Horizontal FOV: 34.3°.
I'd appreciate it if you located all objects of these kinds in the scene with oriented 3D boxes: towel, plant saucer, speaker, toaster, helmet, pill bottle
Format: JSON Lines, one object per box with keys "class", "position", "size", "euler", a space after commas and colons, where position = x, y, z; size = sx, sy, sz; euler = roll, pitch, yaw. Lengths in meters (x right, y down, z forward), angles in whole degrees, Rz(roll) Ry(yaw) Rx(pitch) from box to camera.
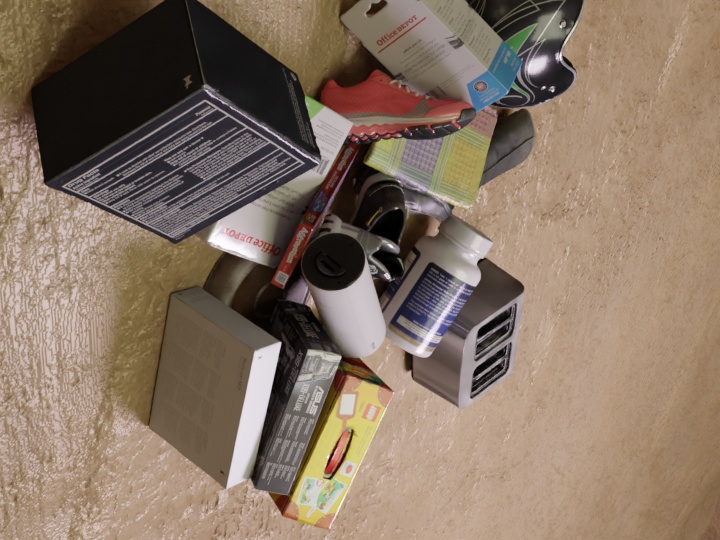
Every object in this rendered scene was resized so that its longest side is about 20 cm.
{"class": "towel", "position": [0.098, -0.172, 1.537], "size": [0.199, 0.023, 0.144], "euler": [19, 87, -38]}
{"class": "plant saucer", "position": [-0.126, 0.032, 1.529], "size": [0.200, 0.032, 0.201], "euler": [-33, 140, -33]}
{"class": "speaker", "position": [-0.019, 0.034, 1.461], "size": [0.081, 0.081, 0.200], "euler": [-48, 155, -16]}
{"class": "toaster", "position": [0.169, 0.103, 1.891], "size": [0.200, 0.118, 0.182], "euler": [-30, 137, -36]}
{"class": "helmet", "position": [0.196, -0.323, 1.518], "size": [0.200, 0.200, 0.191], "euler": [-49, 149, -14]}
{"class": "pill bottle", "position": [0.109, 0.019, 1.735], "size": [0.200, 0.111, 0.111], "euler": [-57, 147, 9]}

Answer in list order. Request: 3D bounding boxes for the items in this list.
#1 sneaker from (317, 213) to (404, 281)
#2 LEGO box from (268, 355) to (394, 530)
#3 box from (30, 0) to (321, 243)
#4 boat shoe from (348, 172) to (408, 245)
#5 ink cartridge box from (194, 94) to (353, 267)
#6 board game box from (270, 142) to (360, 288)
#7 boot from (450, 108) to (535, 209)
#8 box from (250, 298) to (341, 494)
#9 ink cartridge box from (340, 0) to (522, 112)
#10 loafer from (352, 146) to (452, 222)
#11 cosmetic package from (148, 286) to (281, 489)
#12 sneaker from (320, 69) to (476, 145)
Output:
{"class": "sneaker", "position": [0.000, 0.000, 1.541], "size": [0.200, 0.115, 0.075], "euler": [91, 16, -70]}
{"class": "LEGO box", "position": [-0.054, 0.211, 1.534], "size": [0.077, 0.149, 0.201], "euler": [22, 97, -26]}
{"class": "box", "position": [-0.180, -0.144, 1.155], "size": [0.199, 0.124, 0.198], "euler": [-27, 153, 21]}
{"class": "boat shoe", "position": [0.020, -0.046, 1.583], "size": [0.071, 0.061, 0.202], "euler": [-6, 144, -15]}
{"class": "ink cartridge box", "position": [-0.117, -0.120, 1.369], "size": [0.145, 0.084, 0.201], "euler": [21, 98, -56]}
{"class": "board game box", "position": [-0.053, -0.072, 1.440], "size": [0.103, 0.019, 0.200], "euler": [-60, -177, 39]}
{"class": "boot", "position": [0.187, -0.188, 1.727], "size": [0.199, 0.073, 0.182], "euler": [-30, 151, -27]}
{"class": "box", "position": [-0.100, 0.158, 1.491], "size": [0.050, 0.158, 0.201], "euler": [15, 105, -24]}
{"class": "ink cartridge box", "position": [0.087, -0.281, 1.428], "size": [0.200, 0.116, 0.067], "euler": [43, 51, -18]}
{"class": "loafer", "position": [0.057, -0.107, 1.631], "size": [0.072, 0.073, 0.200], "euler": [-52, 138, 6]}
{"class": "cosmetic package", "position": [-0.182, 0.143, 1.434], "size": [0.052, 0.151, 0.201], "euler": [-15, 128, -46]}
{"class": "sneaker", "position": [0.041, -0.205, 1.430], "size": [0.074, 0.199, 0.087], "euler": [16, 71, -81]}
